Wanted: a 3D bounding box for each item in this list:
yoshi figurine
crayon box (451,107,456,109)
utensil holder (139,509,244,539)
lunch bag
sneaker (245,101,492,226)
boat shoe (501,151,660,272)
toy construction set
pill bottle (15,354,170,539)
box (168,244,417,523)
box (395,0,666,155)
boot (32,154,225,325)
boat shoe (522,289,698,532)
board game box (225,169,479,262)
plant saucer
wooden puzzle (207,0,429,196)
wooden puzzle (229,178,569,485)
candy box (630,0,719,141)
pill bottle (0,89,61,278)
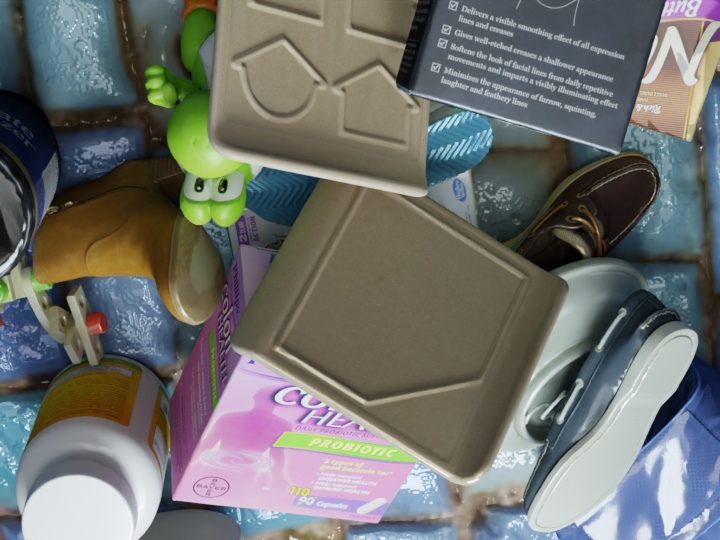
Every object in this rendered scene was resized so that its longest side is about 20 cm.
[{"bbox_3d":[-0.096,-0.133,1.165,0.112,0.202,0.112,-19,144,34],"label":"yoshi figurine"},{"bbox_3d":[0.118,-0.219,1.162,0.118,0.058,0.202,-3,99,-4],"label":"crayon box"},{"bbox_3d":[-0.151,0.322,1.340,0.168,0.170,0.202,-12,106,2],"label":"utensil holder"},{"bbox_3d":[0.241,0.174,1.318,0.132,0.136,0.200,40,106,-13],"label":"lunch bag"},{"bbox_3d":[-0.003,-0.094,1.239,0.198,0.081,0.077,-16,132,-5],"label":"sneaker"},{"bbox_3d":[0.162,-0.018,1.264,0.199,0.072,0.073,-34,112,-10],"label":"boat shoe"},{"bbox_3d":[-0.302,0.042,1.276,0.198,0.092,0.132,-13,95,-3],"label":"toy construction set"},{"bbox_3d":[-0.206,0.151,1.260,0.110,0.200,0.112,-1,109,-2],"label":"pill bottle"},{"bbox_3d":[-0.036,0.092,1.241,0.174,0.097,0.201,10,136,-20],"label":"box"},{"bbox_3d":[0.122,-0.196,1.082,0.147,0.107,0.202,16,98,-6],"label":"box"},{"bbox_3d":[-0.177,-0.011,1.207,0.143,0.202,0.071,-19,126,12],"label":"boot"},{"bbox_3d":[0.175,0.106,1.218,0.074,0.062,0.201,5,122,-39],"label":"boat shoe"},{"bbox_3d":[0.000,0.000,1.300,0.198,0.040,0.154,-9,109,1],"label":"board game box"},{"bbox_3d":[0.156,0.081,1.271,0.199,0.050,0.201,-23,141,-20],"label":"plant saucer"},{"bbox_3d":[-0.028,-0.159,1.129,0.184,0.046,0.202,9,77,-38],"label":"wooden puzzle"},{"bbox_3d":[0.030,0.033,1.151,0.199,0.186,0.037,29,149,-1],"label":"wooden puzzle"},{"bbox_3d":[0.174,-0.183,1.237,0.198,0.057,0.118,16,105,-6],"label":"candy box"},{"bbox_3d":[-0.278,-0.068,1.183,0.111,0.200,0.113,-1,109,-2],"label":"pill bottle"}]
